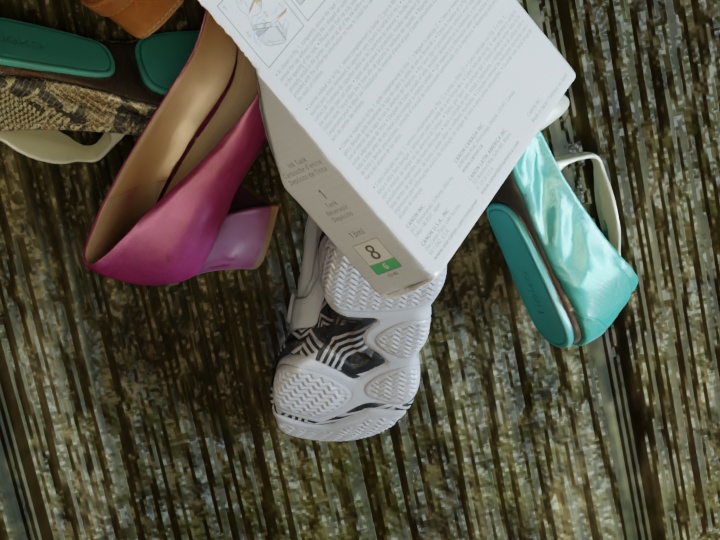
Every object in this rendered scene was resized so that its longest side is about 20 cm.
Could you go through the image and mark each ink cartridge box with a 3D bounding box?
[{"bbox_3d":[-0.002,-0.112,1.218,0.200,0.161,0.050,48,142,-15],"label":"ink cartridge box"}]

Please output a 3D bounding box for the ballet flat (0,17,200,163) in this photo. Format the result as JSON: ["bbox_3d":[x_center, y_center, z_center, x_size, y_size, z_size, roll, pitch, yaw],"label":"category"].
[{"bbox_3d":[-0.122,-0.086,1.305,0.199,0.068,0.075,2,129,-16],"label":"ballet flat"}]

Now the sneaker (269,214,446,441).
[{"bbox_3d":[0.000,0.000,1.346,0.075,0.115,0.200,8,142,-9],"label":"sneaker"}]

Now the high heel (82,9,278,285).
[{"bbox_3d":[-0.076,-0.088,1.228,0.096,0.067,0.201,-4,107,-39],"label":"high heel"}]

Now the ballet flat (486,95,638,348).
[{"bbox_3d":[0.087,-0.055,1.348,0.070,0.067,0.200,-37,111,-20],"label":"ballet flat"}]

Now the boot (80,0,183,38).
[{"bbox_3d":[-0.149,-0.157,1.228,0.200,0.074,0.155,-50,138,-10],"label":"boot"}]
